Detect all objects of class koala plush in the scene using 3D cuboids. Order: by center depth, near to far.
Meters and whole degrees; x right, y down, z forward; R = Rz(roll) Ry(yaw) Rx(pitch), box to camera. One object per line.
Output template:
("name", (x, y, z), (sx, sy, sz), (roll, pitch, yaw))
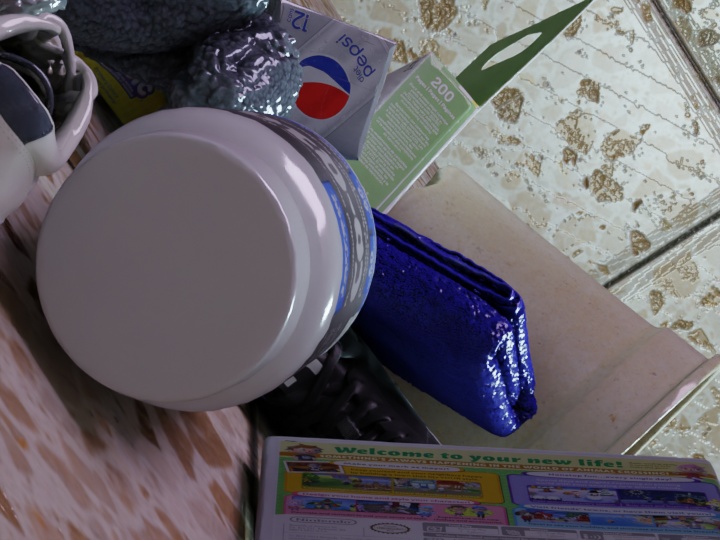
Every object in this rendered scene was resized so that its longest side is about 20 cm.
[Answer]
("koala plush", (-0.113, -0.162, 1.142), (0.183, 0.178, 0.200), (20, 6, 13))

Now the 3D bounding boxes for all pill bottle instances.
("pill bottle", (-0.058, -0.006, 1.008), (0.114, 0.113, 0.200), (57, 7, 0))

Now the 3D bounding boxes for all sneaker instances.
("sneaker", (-0.125, -0.057, 0.927), (0.073, 0.071, 0.200), (55, 7, -17))
("sneaker", (-0.010, 0.076, 1.204), (0.112, 0.073, 0.200), (51, 1, -26))

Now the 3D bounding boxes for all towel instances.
("towel", (0.000, 0.000, 1.283), (0.199, 0.050, 0.148), (33, -10, 17))

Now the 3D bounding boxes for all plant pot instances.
("plant pot", (0.064, 0.052, 1.419), (0.184, 0.200, 0.200), (47, 5, 8))

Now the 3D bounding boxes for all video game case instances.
("video game case", (0.056, 0.109, 1.061), (0.182, 0.199, 0.022), (-92, -175, -76))

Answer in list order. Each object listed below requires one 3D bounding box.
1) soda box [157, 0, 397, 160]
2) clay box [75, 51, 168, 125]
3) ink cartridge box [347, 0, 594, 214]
("soda box", (-0.050, -0.098, 1.352), (0.068, 0.064, 0.200), (19, -3, -19))
("clay box", (-0.147, -0.161, 1.357), (0.115, 0.047, 0.200), (54, 8, -41))
("ink cartridge box", (0.024, -0.088, 1.415), (0.048, 0.200, 0.145), (47, -21, -11))
